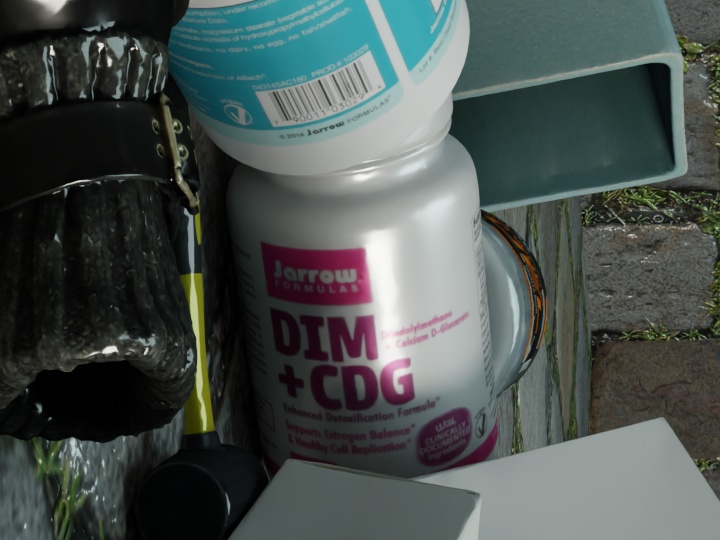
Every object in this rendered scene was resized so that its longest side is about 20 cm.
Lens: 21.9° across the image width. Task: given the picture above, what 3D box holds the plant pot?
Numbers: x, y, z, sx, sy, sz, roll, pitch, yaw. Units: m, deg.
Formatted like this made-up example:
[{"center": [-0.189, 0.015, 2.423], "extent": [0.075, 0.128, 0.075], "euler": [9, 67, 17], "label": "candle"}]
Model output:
[{"center": [0.117, -0.178, 1.328], "extent": [0.196, 0.195, 0.201], "euler": [63, 18, -67], "label": "plant pot"}]

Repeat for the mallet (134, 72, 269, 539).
[{"center": [-0.064, 0.010, 0.713], "extent": [0.066, 0.041, 0.201], "euler": [32, 53, -76], "label": "mallet"}]

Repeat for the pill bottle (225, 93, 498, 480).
[{"center": [0.000, 0.000, 0.836], "extent": [0.113, 0.113, 0.201], "euler": [-71, 157, -62], "label": "pill bottle"}]

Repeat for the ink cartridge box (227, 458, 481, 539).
[{"center": [-0.017, 0.191, 0.685], "extent": [0.145, 0.083, 0.201], "euler": [-51, 147, -62], "label": "ink cartridge box"}]

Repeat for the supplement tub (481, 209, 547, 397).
[{"center": [0.039, 0.022, 1.024], "extent": [0.200, 0.122, 0.123], "euler": [-8, 97, -80], "label": "supplement tub"}]

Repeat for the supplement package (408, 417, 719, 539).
[{"center": [0.087, 0.208, 0.815], "extent": [0.192, 0.146, 0.200], "euler": [60, -36, 30], "label": "supplement package"}]

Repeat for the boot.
[{"center": [-0.085, -0.050, 0.473], "extent": [0.211, 0.079, 0.159], "euler": [64, 27, -67], "label": "boot"}]

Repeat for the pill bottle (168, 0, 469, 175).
[{"center": [-0.038, -0.132, 0.622], "extent": [0.200, 0.110, 0.111], "euler": [64, 26, -50], "label": "pill bottle"}]
